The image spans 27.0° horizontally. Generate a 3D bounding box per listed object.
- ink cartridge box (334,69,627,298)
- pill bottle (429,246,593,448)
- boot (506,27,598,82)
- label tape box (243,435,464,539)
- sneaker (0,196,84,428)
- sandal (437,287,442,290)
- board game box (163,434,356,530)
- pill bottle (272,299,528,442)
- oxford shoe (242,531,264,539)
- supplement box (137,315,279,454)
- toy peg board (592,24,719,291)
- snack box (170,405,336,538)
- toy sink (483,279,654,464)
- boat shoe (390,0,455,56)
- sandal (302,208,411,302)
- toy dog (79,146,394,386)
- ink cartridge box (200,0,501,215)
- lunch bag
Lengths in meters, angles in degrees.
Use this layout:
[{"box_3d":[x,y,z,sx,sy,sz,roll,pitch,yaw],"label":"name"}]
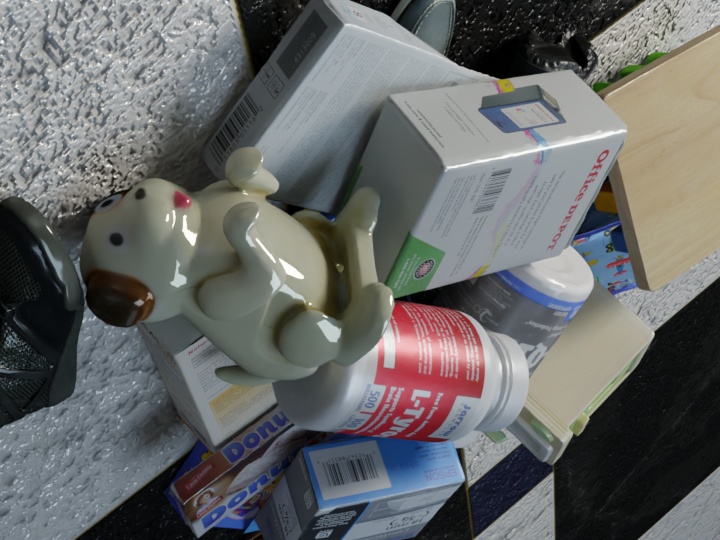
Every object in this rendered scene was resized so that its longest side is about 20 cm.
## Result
[{"box_3d":[0.095,-0.070,1.185,0.200,0.088,0.146,-12,142,-35],"label":"ink cartridge box"},{"box_3d":[0.113,0.058,1.359,0.114,0.114,0.200,-4,133,-50],"label":"pill bottle"},{"box_3d":[0.117,-0.124,1.310,0.200,0.076,0.168,-26,148,-44],"label":"boot"},{"box_3d":[-0.009,0.216,1.361,0.144,0.063,0.200,-8,152,-25],"label":"label tape box"},{"box_3d":[-0.254,0.043,1.034,0.114,0.076,0.200,-33,153,-36],"label":"sneaker"},{"box_3d":[0.107,0.004,1.454,0.070,0.078,0.212,-31,143,6],"label":"sandal"},{"box_3d":[-0.073,0.185,1.438,0.200,0.045,0.135,18,112,-50],"label":"board game box"},{"box_3d":[0.036,0.081,1.218,0.200,0.112,0.112,10,119,-37],"label":"pill bottle"},{"box_3d":[-0.085,0.304,1.564,0.200,0.071,0.071,-50,151,8],"label":"oxford shoe"},{"box_3d":[-0.104,0.063,1.252,0.126,0.074,0.200,-36,149,-16],"label":"supplement box"},{"box_3d":[0.294,-0.116,1.462,0.200,0.098,0.200,-30,114,-28],"label":"toy peg board"},{"box_3d":[-0.072,0.150,1.297,0.200,0.024,0.072,-36,151,-17],"label":"snack box"},{"box_3d":[0.187,0.117,1.508,0.200,0.112,0.130,-44,166,-12],"label":"toy sink"},{"box_3d":[0.049,-0.141,1.220,0.073,0.062,0.200,-18,138,-38],"label":"boat shoe"},{"box_3d":[0.000,0.000,1.302,0.079,0.087,0.200,-40,148,-8],"label":"sandal"},{"box_3d":[-0.102,-0.004,1.081,0.200,0.140,0.194,18,142,-24],"label":"toy dog"},{"box_3d":[-0.002,-0.119,1.156,0.200,0.047,0.160,9,127,-49],"label":"ink cartridge box"},{"box_3d":[0.227,-0.018,1.582,0.200,0.094,0.151,-30,149,-8],"label":"lunch bag"}]
